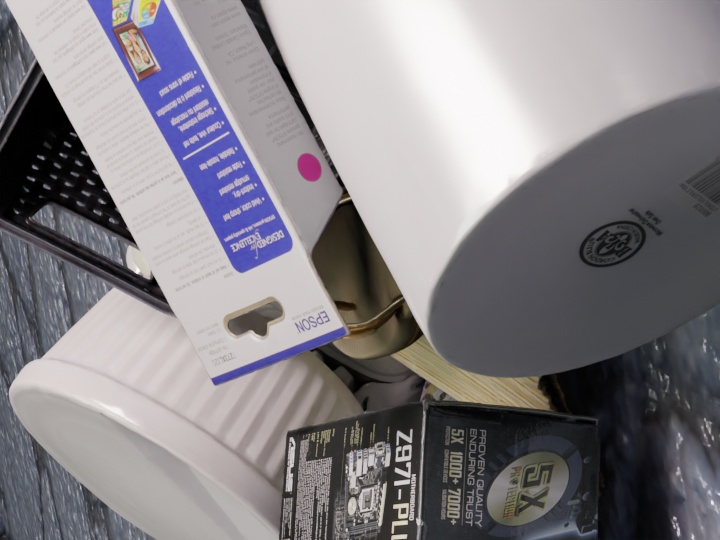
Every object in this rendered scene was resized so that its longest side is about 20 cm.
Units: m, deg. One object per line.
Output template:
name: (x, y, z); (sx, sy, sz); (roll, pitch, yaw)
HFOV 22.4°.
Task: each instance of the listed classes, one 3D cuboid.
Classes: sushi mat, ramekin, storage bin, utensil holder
sushi mat: (0.039, 0.037, 0.885); (0.200, 0.012, 0.096); (32, 159, 47)
ramekin: (-0.084, 0.087, 0.998); (0.202, 0.094, 0.202); (29, 158, 13)
storage bin: (-0.082, -0.078, 0.836); (0.200, 0.135, 0.094); (-46, 20, 52)
utensil holder: (0.055, -0.085, 0.658); (0.170, 0.170, 0.200); (107, 145, -53)

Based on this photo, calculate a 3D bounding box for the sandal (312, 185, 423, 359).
sandal: (0.000, 0.000, 0.807); (0.080, 0.054, 0.200); (65, 163, 2)

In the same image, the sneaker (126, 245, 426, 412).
sneaker: (-0.042, 0.010, 1.037); (0.200, 0.075, 0.081); (24, 122, 20)

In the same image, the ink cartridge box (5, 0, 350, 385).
ink cartridge box: (-0.068, -0.059, 0.686); (0.095, 0.037, 0.200); (-23, 94, 50)

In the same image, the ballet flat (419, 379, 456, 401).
ballet flat: (0.053, 0.135, 0.930); (0.072, 0.072, 0.201); (105, 148, -51)

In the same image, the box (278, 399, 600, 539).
box: (0.027, 0.165, 0.805); (0.164, 0.086, 0.200); (156, 120, -65)
